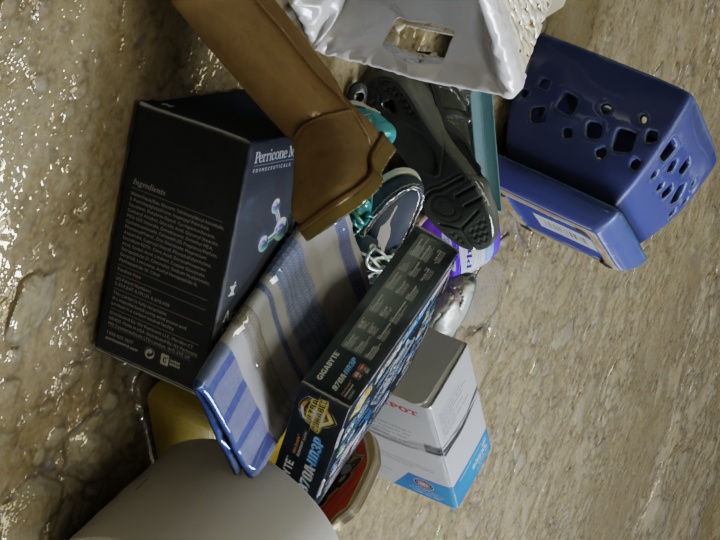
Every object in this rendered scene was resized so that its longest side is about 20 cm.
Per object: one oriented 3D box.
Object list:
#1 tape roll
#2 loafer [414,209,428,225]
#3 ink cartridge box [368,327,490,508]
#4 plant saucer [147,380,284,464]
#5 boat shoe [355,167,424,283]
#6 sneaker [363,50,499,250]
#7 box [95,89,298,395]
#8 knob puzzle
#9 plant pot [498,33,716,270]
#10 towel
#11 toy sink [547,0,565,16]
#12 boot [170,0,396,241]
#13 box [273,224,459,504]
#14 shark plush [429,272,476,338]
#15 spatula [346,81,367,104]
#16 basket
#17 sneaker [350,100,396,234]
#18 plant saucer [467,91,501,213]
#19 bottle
[{"bbox_3d":[-0.127,0.256,1.360,0.139,0.202,0.204,-41,143,-44],"label":"tape roll"},{"bbox_3d":[0.060,-0.067,1.634,0.200,0.063,0.072,-35,173,-45],"label":"loafer"},{"bbox_3d":[0.039,0.131,1.666,0.084,0.144,0.200,-56,152,-26],"label":"ink cartridge box"},{"bbox_3d":[-0.082,0.136,1.467,0.199,0.048,0.201,-31,139,-27],"label":"plant saucer"},{"bbox_3d":[0.000,0.000,1.518,0.075,0.062,0.200,26,107,-40],"label":"boat shoe"},{"bbox_3d":[0.085,-0.121,1.582,0.200,0.076,0.114,57,41,-14],"label":"sneaker"},{"bbox_3d":[-0.106,-0.027,1.301,0.148,0.107,0.201,-18,124,-59],"label":"box"},{"bbox_3d":[-0.056,0.216,1.545,0.219,0.030,0.220,-40,-168,10],"label":"knob puzzle"},{"bbox_3d":[0.259,-0.120,1.873,0.180,0.199,0.200,-60,155,-7],"label":"plant pot"},{"bbox_3d":[-0.055,0.050,1.308,0.200,0.024,0.147,-56,152,-26],"label":"towel"},{"bbox_3d":[0.120,-0.299,1.538,0.200,0.111,0.131,-39,143,-60],"label":"toy sink"},{"bbox_3d":[-0.066,-0.129,1.185,0.066,0.200,0.175,-36,-169,17],"label":"boot"},{"bbox_3d":[0.002,0.082,1.377,0.200,0.046,0.159,-54,169,-39],"label":"box"},{"bbox_3d":[0.077,0.070,1.720,0.084,0.091,0.200,-56,166,-22],"label":"shark plush"},{"bbox_3d":[-0.018,-0.074,1.537,0.056,0.021,0.201,1,105,-29],"label":"spatula"},{"bbox_3d":[0.047,-0.269,1.330,0.162,0.197,0.200,-65,154,-19],"label":"basket"},{"bbox_3d":[-0.031,-0.051,1.465,0.077,0.079,0.201,18,93,-64],"label":"sneaker"},{"bbox_3d":[0.113,-0.158,1.658,0.070,0.019,0.201,16,70,-66],"label":"plant saucer"},{"bbox_3d":[0.072,-0.024,1.700,0.200,0.065,0.084,-27,105,-55],"label":"bottle"}]
